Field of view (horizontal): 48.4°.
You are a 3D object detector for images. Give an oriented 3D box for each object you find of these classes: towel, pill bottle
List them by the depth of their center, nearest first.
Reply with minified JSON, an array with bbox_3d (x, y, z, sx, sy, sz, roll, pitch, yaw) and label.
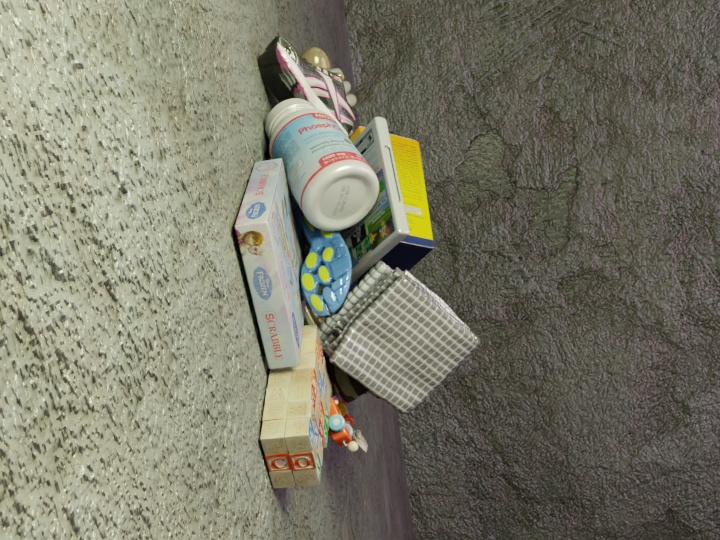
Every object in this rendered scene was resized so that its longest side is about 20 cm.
[{"bbox_3d":[-0.062,-0.154,1.114,0.200,0.109,0.109,57,-14,40],"label":"pill bottle"},{"bbox_3d":[0.054,0.100,1.144,0.200,0.166,0.086,38,11,-32],"label":"towel"}]

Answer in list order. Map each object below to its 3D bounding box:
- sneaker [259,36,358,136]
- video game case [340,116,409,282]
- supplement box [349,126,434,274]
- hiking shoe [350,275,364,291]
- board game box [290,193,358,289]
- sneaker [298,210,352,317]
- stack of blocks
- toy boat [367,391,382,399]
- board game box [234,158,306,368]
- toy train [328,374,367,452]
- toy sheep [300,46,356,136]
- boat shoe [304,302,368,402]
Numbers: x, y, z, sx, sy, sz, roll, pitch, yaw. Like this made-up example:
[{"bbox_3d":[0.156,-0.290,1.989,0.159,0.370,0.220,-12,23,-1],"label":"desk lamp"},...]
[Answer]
[{"bbox_3d":[-0.073,-0.279,1.218,0.086,0.080,0.200,-58,134,-23],"label":"sneaker"},{"bbox_3d":[-0.004,-0.089,1.147,0.200,0.022,0.183,-41,-128,50],"label":"video game case"},{"bbox_3d":[0.029,-0.103,1.238,0.109,0.109,0.200,-45,-138,49],"label":"supplement box"},{"bbox_3d":[0.000,0.000,1.353,0.087,0.074,0.200,69,-15,-2],"label":"hiking shoe"},{"bbox_3d":[-0.064,-0.083,1.291,0.152,0.045,0.200,41,37,-45],"label":"board game box"},{"bbox_3d":[-0.045,-0.010,1.110,0.200,0.071,0.083,-101,175,-47],"label":"sneaker"},{"bbox_3d":[-0.078,0.177,1.018,0.200,0.058,0.115,-89,171,-55],"label":"stack of blocks"},{"bbox_3d":[0.082,0.117,1.283,0.131,0.130,0.200,-57,157,-55],"label":"toy boat"},{"bbox_3d":[-0.108,-0.013,1.023,0.200,0.041,0.200,-90,172,-62],"label":"board game box"},{"bbox_3d":[-0.046,0.219,1.194,0.150,0.056,0.200,63,-1,22],"label":"toy train"},{"bbox_3d":[-0.067,-0.268,1.333,0.138,0.138,0.201,-79,165,-73],"label":"toy sheep"},{"bbox_3d":[-0.035,0.098,1.230,0.203,0.075,0.075,63,-1,-10],"label":"boat shoe"}]
